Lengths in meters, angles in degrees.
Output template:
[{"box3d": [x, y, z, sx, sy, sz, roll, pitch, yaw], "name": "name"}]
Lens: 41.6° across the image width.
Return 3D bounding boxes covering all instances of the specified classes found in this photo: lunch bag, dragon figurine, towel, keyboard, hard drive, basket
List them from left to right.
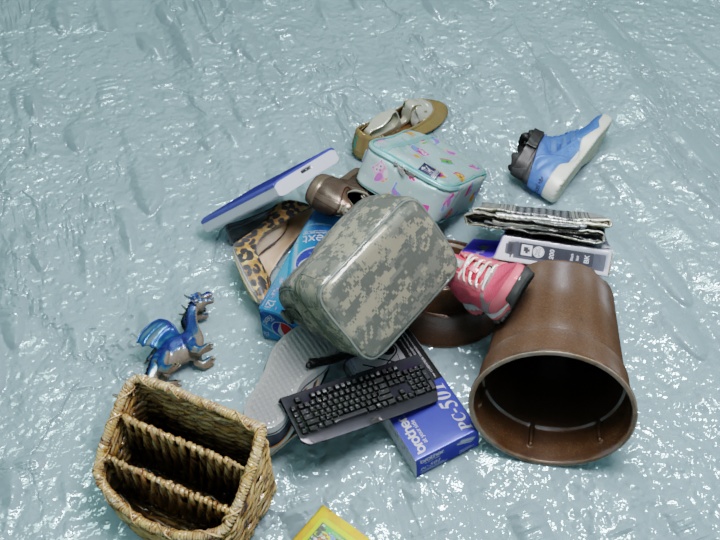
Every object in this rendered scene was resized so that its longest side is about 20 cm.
[{"box3d": [-0.266, 0.107, 1.290, 0.200, 0.059, 0.099, -36, 56, -26], "name": "dragon figurine"}, {"box3d": [-0.215, 0.238, 1.115, 0.199, 0.149, 0.143, 20, 52, 18], "name": "basket"}, {"box3d": [-0.136, -0.117, 1.402, 0.199, 0.025, 0.132, -19, 14, 49], "name": "hard drive"}, {"box3d": [-0.008, 0.141, 1.191, 0.199, 0.021, 0.127, -15, 49, -26], "name": "keyboard"}, {"box3d": [0.000, 0.000, 1.206, 0.200, 0.140, 0.167, -47, 29, -18], "name": "lunch bag"}, {"box3d": [0.091, -0.147, 1.424, 0.160, 0.077, 0.200, 34, 25, 16], "name": "lunch bag"}, {"box3d": [0.249, -0.073, 1.311, 0.191, 0.035, 0.200, 10, 10, 12], "name": "towel"}]

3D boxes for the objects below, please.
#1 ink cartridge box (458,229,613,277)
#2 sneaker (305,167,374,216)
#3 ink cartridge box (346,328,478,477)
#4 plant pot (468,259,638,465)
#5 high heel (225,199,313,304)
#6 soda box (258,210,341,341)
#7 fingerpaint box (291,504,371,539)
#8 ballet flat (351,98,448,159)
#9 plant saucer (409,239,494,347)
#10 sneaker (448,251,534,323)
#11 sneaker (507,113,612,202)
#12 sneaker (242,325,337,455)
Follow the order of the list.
[{"box3d": [0.247, -0.036, 1.330, 0.199, 0.044, 0.198, 8, 10, 10], "name": "ink cartridge box"}, {"box3d": [-0.010, -0.104, 1.418, 0.075, 0.071, 0.200, 33, 21, 18], "name": "sneaker"}, {"box3d": [0.064, 0.162, 1.238, 0.094, 0.044, 0.200, -24, 52, -15], "name": "ink cartridge box"}, {"box3d": [0.244, 0.103, 1.194, 0.199, 0.201, 0.199, 7, 42, 8], "name": "plant pot"}, {"box3d": [-0.115, -0.032, 1.394, 0.142, 0.072, 0.200, -19, 41, -5], "name": "high heel"}, {"box3d": [-0.075, 0.010, 1.361, 0.064, 0.068, 0.201, 14, 51, 15], "name": "soda box"}, {"box3d": [-0.016, 0.384, 1.028, 0.199, 0.074, 0.167, 29, 55, 25], "name": "fingerpaint box"}, {"box3d": [0.071, -0.249, 1.584, 0.200, 0.063, 0.069, -34, 56, -24], "name": "ballet flat"}, {"box3d": [0.119, 0.020, 1.365, 0.199, 0.037, 0.201, -2, 48, 2], "name": "plant saucer"}, {"box3d": [0.148, 0.014, 1.199, 0.087, 0.200, 0.074, 36, 80, -8], "name": "sneaker"}, {"box3d": [0.315, -0.205, 1.524, 0.111, 0.077, 0.200, 34, 64, 17], "name": "sneaker"}, {"box3d": [-0.093, 0.153, 1.234, 0.078, 0.080, 0.200, 21, 45, 17], "name": "sneaker"}]
